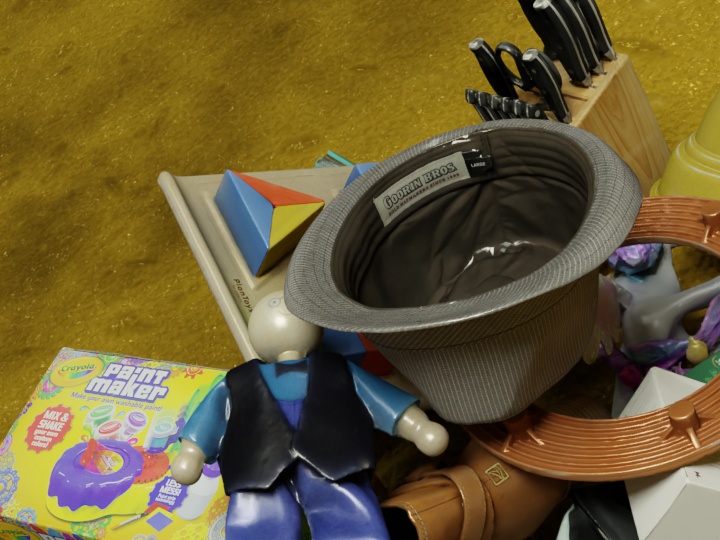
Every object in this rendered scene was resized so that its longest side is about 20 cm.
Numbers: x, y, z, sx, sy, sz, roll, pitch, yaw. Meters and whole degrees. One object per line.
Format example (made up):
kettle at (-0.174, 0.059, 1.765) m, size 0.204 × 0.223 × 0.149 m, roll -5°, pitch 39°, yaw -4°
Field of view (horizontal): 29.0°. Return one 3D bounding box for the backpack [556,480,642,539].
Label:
backpack at (0.153, 0.201, 0.689) m, size 0.201 × 0.165 × 0.128 m, roll -111°, pitch 38°, yaw -49°

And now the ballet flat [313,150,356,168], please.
ballet flat at (0.029, -0.032, 1.073) m, size 0.074 × 0.075 × 0.199 m, roll -46°, pitch 41°, yaw -15°

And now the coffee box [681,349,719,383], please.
coffee box at (0.269, 0.062, 0.778) m, size 0.199 × 0.123 × 0.044 m, roll -35°, pitch 38°, yaw -1°

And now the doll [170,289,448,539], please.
doll at (-0.024, 0.090, 0.661) m, size 0.135 × 0.049 × 0.201 m, roll -10°, pitch 47°, yaw -2°

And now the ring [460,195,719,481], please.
ring at (0.134, 0.024, 0.712) m, size 0.198 × 0.019 × 0.202 m, roll -17°, pitch 37°, yaw 13°

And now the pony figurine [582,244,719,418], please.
pony figurine at (0.177, 0.037, 0.855) m, size 0.197 × 0.168 × 0.194 m, roll -14°, pitch 24°, yaw 11°

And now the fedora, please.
fedora at (0.057, 0.007, 0.684) m, size 0.175 × 0.091 × 0.201 m, roll -12°, pitch 29°, yaw 14°

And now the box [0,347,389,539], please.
box at (-0.093, 0.159, 0.854) m, size 0.198 × 0.193 × 0.123 m, roll 4°, pitch 52°, yaw 35°

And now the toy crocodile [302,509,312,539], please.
toy crocodile at (-0.016, 0.183, 0.645) m, size 0.067 × 0.062 × 0.201 m, roll -18°, pitch 45°, yaw -9°

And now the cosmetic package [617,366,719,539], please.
cosmetic package at (0.227, 0.119, 0.699) m, size 0.083 × 0.198 × 0.051 m, roll -94°, pitch 27°, yaw -55°

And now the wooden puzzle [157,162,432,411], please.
wooden puzzle at (0.000, 0.000, 0.813) m, size 0.046 × 0.198 × 0.186 m, roll -57°, pitch 50°, yaw 37°

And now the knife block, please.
knife block at (0.152, -0.112, 0.926) m, size 0.198 × 0.178 × 0.064 m, roll -10°, pitch 23°, yaw -43°

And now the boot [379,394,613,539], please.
boot at (0.043, 0.151, 0.763) m, size 0.154 × 0.200 × 0.077 m, roll -21°, pitch 72°, yaw -39°

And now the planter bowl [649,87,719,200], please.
planter bowl at (0.282, -0.086, 0.872) m, size 0.197 × 0.085 × 0.201 m, roll -3°, pitch 19°, yaw 1°
